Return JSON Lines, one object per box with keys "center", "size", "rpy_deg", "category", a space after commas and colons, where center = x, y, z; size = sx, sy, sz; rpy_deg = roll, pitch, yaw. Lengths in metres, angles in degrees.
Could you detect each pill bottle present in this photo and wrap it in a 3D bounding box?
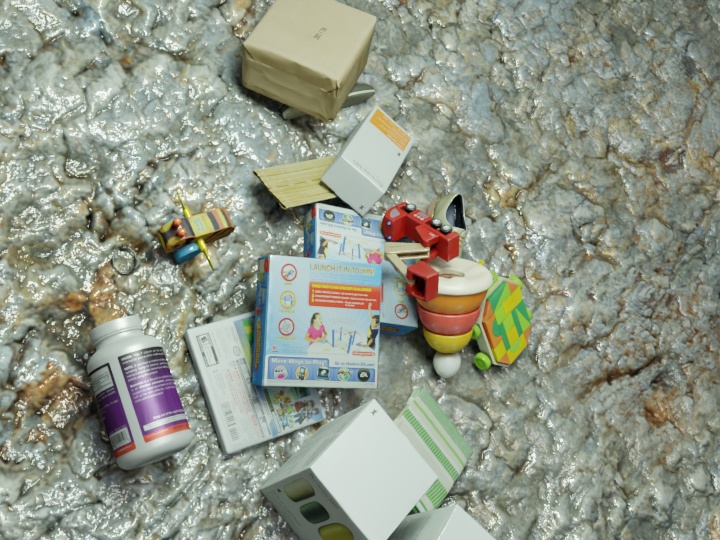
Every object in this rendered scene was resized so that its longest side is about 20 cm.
{"center": [-0.320, 0.173, 1.331], "size": [0.111, 0.112, 0.203], "rpy_deg": [-15, 78, -32], "category": "pill bottle"}

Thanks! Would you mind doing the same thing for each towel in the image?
{"center": [0.102, 0.298, 1.533], "size": [0.153, 0.023, 0.200], "rpy_deg": [52, 36, -3], "category": "towel"}

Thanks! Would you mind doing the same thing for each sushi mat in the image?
{"center": [-0.089, -0.153, 1.605], "size": [0.199, 0.012, 0.096], "rpy_deg": [-17, 60, -46], "category": "sushi mat"}

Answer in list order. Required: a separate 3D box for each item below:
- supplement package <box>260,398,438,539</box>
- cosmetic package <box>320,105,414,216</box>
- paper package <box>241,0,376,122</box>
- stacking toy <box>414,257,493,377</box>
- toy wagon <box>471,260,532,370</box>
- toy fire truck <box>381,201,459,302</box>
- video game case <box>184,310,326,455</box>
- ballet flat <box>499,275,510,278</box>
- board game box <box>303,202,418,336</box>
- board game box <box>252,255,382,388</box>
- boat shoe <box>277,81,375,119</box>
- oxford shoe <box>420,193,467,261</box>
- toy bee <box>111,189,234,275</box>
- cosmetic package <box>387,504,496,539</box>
{"center": [-0.021, 0.317, 1.384], "size": [0.152, 0.200, 0.150], "rpy_deg": [50, 56, -1], "category": "supplement package"}
{"center": [0.016, -0.198, 1.655], "size": [0.101, 0.071, 0.201], "rpy_deg": [39, 40, -10], "category": "cosmetic package"}
{"center": [-0.090, -0.384, 1.638], "size": [0.188, 0.104, 0.201], "rpy_deg": [23, 52, 5], "category": "paper package"}
{"center": [0.148, 0.089, 1.600], "size": [0.144, 0.146, 0.203], "rpy_deg": [-11, 114, -31], "category": "stacking toy"}
{"center": [0.245, 0.075, 1.676], "size": [0.155, 0.039, 0.202], "rpy_deg": [-42, 123, -34], "category": "toy wagon"}
{"center": [0.088, -0.036, 1.546], "size": [0.140, 0.049, 0.199], "rpy_deg": [-27, 43, -31], "category": "toy fire truck"}
{"center": [-0.165, 0.167, 1.473], "size": [0.180, 0.022, 0.203], "rpy_deg": [-14, 77, -32], "category": "video game case"}
{"center": [0.234, 0.054, 1.713], "size": [0.198, 0.057, 0.067], "rpy_deg": [-19, 82, -37], "category": "ballet flat"}
{"center": [0.000, 0.000, 1.609], "size": [0.197, 0.056, 0.199], "rpy_deg": [10, 66, -25], "category": "board game box"}
{"center": [-0.067, 0.084, 1.472], "size": [0.197, 0.056, 0.200], "rpy_deg": [5, 84, -26], "category": "board game box"}
{"center": [-0.062, -0.326, 1.699], "size": [0.198, 0.067, 0.058], "rpy_deg": [-18, 84, -29], "category": "boat shoe"}
{"center": [0.157, -0.047, 1.701], "size": [0.070, 0.074, 0.203], "rpy_deg": [10, 69, -27], "category": "oxford shoe"}
{"center": [-0.271, -0.051, 1.451], "size": [0.131, 0.108, 0.200], "rpy_deg": [46, 56, -7], "category": "toy bee"}
{"center": [0.113, 0.479, 1.394], "size": [0.167, 0.200, 0.167], "rpy_deg": [43, 57, -8], "category": "cosmetic package"}
